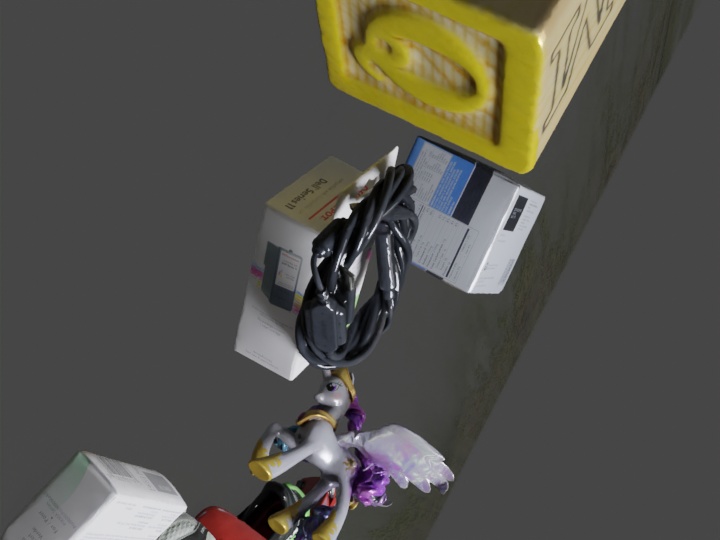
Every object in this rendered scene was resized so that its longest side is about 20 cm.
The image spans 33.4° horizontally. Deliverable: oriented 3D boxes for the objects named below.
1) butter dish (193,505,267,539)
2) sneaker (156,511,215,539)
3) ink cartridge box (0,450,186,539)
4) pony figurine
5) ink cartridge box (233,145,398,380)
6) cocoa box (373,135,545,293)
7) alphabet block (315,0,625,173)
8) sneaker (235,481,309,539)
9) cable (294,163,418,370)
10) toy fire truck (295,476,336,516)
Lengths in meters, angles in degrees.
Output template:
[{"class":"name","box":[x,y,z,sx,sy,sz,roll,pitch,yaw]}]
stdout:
[{"class":"butter dish","box":[-0.142,0.372,1.196,0.201,0.199,0.148,-54,-174,-27]},{"class":"sneaker","box":[-0.193,0.297,1.019,0.201,0.087,0.076,-60,167,-6]},{"class":"ink cartridge box","box":[-0.232,0.226,0.885,0.200,0.050,0.161,-44,163,-3]},{"class":"pony figurine","box":[-0.021,0.208,1.300,0.166,0.193,0.200,-31,-167,45]},{"class":"ink cartridge box","box":[-0.039,-0.019,1.048,0.117,0.067,0.202,-42,154,-51]},{"class":"cocoa box","box":[0.115,-0.060,1.374,0.135,0.130,0.200,-65,165,7]},{"class":"alphabet block","box":[0.094,-0.230,0.917,0.201,0.194,0.197,-59,163,-19]},{"class":"sneaker","box":[-0.132,0.317,1.316,0.201,0.076,0.084,-61,148,-20]},{"class":"cable","box":[0.000,0.000,1.010,0.164,0.050,0.201,-60,162,-26]},{"class":"toy fire truck","box":[-0.069,0.353,1.455,0.200,0.048,0.143,-53,142,-70]}]
